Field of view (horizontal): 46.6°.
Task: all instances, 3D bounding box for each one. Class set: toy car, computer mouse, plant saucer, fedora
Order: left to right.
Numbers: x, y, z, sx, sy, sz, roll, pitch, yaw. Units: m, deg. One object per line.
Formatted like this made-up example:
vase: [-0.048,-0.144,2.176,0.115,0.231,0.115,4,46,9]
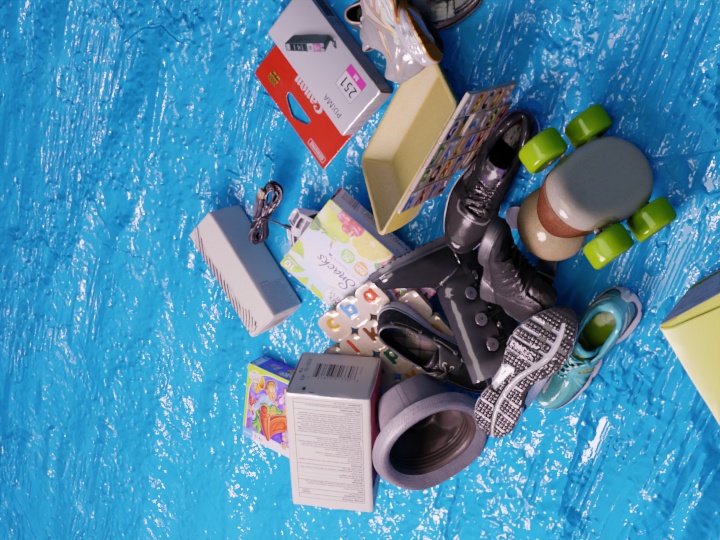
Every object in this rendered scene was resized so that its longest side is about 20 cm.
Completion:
computer mouse: [-0.077,-0.059,1.283,0.196,0.044,0.112,24,119,13]
plant saucer: [0.075,-0.172,1.112,0.047,0.202,0.202,17,122,-21]
fedora: [0.088,0.220,1.200,0.175,0.200,0.091,-36,48,7]
toy car: [0.257,-0.070,1.044,0.166,0.156,0.200,58,153,12]

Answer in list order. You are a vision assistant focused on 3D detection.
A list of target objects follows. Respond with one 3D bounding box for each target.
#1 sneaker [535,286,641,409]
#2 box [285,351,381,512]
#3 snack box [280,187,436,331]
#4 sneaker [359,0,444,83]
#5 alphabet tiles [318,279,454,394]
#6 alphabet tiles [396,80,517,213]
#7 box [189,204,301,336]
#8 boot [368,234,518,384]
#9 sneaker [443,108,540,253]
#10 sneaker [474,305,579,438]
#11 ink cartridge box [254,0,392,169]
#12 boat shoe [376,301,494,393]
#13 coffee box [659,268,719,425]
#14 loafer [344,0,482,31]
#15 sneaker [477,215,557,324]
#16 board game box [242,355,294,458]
sneaker: [0.280,0.102,1.078,0.077,0.079,0.202,40,121,18]
box: [-0.034,0.237,1.237,0.124,0.110,0.205,4,117,9]
snack box: [0.000,0.000,1.219,0.199,0.053,0.143,40,123,-3]
sneaker: [0.021,-0.334,1.074,0.091,0.075,0.203,-31,85,36]
alphabet tiles: [0.038,0.110,1.225,0.199,0.015,0.196,-36,106,29]
alphabet tiles: [0.128,-0.157,1.040,0.008,0.199,0.169,38,120,14]
box: [-0.187,-0.001,1.360,0.068,0.082,0.202,-40,78,34]
boot: [0.121,0.060,1.136,0.204,0.162,0.066,66,168,1]
sneaker: [0.159,-0.116,1.069,0.075,0.087,0.203,28,103,9]
sneaker: [0.214,0.120,1.072,0.073,0.080,0.202,38,120,13]
ink cartridge box: [-0.070,-0.280,1.236,0.173,0.043,0.202,-43,78,32]
boat shoe: [0.104,0.120,1.172,0.198,0.057,0.069,33,122,-6]
coffee box: [0.467,0.073,0.875,0.199,0.196,0.202,-36,82,34]
loafer: [0.068,-0.352,1.114,0.196,0.062,0.074,-4,100,34]
sneaker: [0.204,0.011,1.052,0.102,0.061,0.201,23,155,20]
board game box: [-0.103,0.241,1.386,0.196,0.044,0.138,19,111,29]
